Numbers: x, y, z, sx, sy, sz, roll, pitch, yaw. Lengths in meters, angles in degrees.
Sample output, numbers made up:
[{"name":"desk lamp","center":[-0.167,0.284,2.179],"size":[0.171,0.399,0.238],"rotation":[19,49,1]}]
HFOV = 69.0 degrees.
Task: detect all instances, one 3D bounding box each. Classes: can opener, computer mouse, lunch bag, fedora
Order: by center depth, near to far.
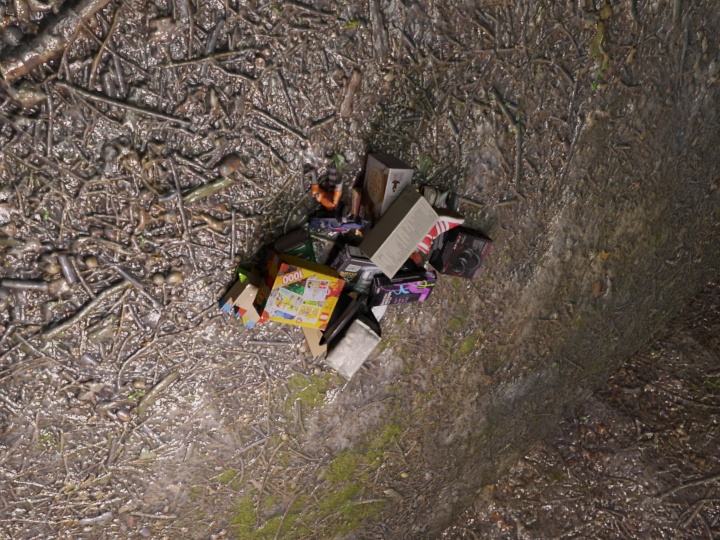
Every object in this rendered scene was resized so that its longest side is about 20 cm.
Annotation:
[{"name":"fedora","center":[-0.081,0.118,1.503],"size":[0.091,0.201,0.202],"rotation":[40,96,-4]},{"name":"lunch bag","center":[-0.021,0.200,1.562],"size":[0.116,0.201,0.166],"rotation":[37,101,-10]},{"name":"can opener","center":[0.251,-0.150,1.615],"size":[0.052,0.066,0.205],"rotation":[-25,141,-34]},{"name":"computer mouse","center":[0.049,0.137,1.676],"size":[0.107,0.043,0.207],"rotation":[-2,115,-43]}]

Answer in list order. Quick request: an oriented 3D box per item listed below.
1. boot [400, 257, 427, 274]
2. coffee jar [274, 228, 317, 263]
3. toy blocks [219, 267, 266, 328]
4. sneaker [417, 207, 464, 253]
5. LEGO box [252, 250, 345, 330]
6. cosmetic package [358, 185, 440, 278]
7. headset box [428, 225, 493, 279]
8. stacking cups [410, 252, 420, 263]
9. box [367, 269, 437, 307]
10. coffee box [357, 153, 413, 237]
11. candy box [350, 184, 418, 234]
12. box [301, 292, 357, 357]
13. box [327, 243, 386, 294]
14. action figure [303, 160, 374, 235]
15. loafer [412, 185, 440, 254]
[{"name":"boot","center":[0.134,0.034,1.630],"size":[0.129,0.069,0.198],"rotation":[-36,149,18]},{"name":"coffee jar","center":[-0.156,-0.001,1.417],"size":[0.101,0.086,0.205],"rotation":[-21,126,-5]},{"name":"toy blocks","center":[-0.286,0.092,1.412],"size":[0.137,0.101,0.197],"rotation":[-45,135,18]},{"name":"sneaker","center":[0.216,-0.115,1.522],"size":[0.194,0.071,0.116],"rotation":[-6,122,-36]},{"name":"LEGO box","center":[-0.157,0.054,1.337],"size":[0.195,0.077,0.153],"rotation":[15,106,-37]},{"name":"cosmetic package","center":[0.097,-0.095,1.315],"size":[0.201,0.073,0.103],"rotation":[-49,132,2]},{"name":"headset box","center":[0.341,-0.060,1.737],"size":[0.194,0.077,0.153],"rotation":[10,114,-36]},{"name":"stacking cups","center":[0.107,-0.059,1.599],"size":[0.196,0.061,0.062],"rotation":[17,111,-46]},{"name":"box","center":[0.123,0.057,1.578],"size":[0.191,0.037,0.144],"rotation":[-6,153,-10]},{"name":"coffee box","center":[0.059,-0.184,1.361],"size":[0.077,0.114,0.207],"rotation":[-4,121,-30]},{"name":"candy box","center":[0.066,-0.177,1.482],"size":[0.193,0.055,0.119],"rotation":[-10,124,-28]},{"name":"box","center":[-0.085,0.165,1.636],"size":[0.196,0.021,0.167],"rotation":[-30,132,-15]},{"name":"box","center":[0.000,0.000,1.522],"size":[0.195,0.051,0.158],"rotation":[8,140,-38]},{"name":"action figure","center":[-0.048,-0.172,1.360],"size":[0.197,0.193,0.107],"rotation":[73,33,-48]},{"name":"loafer","center":[0.173,-0.154,1.566],"size":[0.061,0.072,0.207],"rotation":[15,101,-31]}]
